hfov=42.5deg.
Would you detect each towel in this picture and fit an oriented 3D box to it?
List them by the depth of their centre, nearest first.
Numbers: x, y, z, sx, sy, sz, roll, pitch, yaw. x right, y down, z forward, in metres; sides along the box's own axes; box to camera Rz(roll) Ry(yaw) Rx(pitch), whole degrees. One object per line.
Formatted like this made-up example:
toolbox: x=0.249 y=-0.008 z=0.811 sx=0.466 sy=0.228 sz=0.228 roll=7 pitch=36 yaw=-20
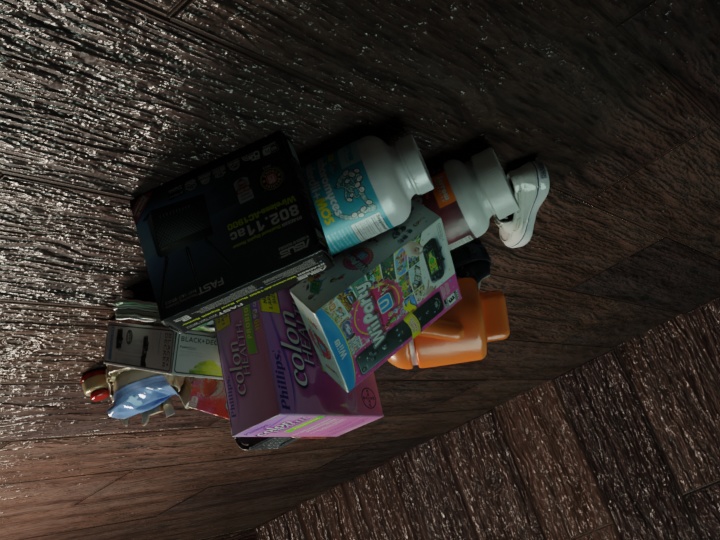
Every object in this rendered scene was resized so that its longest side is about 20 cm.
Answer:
towel: x=-0.236 y=0.075 z=1.308 sx=0.147 sy=0.031 sz=0.200 roll=7 pitch=172 yaw=22

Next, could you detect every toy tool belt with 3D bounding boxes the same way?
toy tool belt: x=-0.349 y=0.189 z=1.455 sx=0.198 sy=0.125 sz=0.125 roll=-27 pitch=160 yaw=18

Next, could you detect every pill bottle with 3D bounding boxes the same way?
pill bottle: x=-0.015 y=-0.087 z=1.097 sx=0.197 sy=0.112 sz=0.111 roll=-25 pitch=160 yaw=8
pill bottle: x=0.105 y=-0.080 z=1.243 sx=0.197 sy=0.111 sz=0.109 roll=-26 pitch=160 yaw=12

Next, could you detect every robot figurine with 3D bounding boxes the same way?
robot figurine: x=0.105 y=0.074 z=1.286 sx=0.196 sy=0.145 sz=0.118 roll=-9 pitch=125 yaw=5

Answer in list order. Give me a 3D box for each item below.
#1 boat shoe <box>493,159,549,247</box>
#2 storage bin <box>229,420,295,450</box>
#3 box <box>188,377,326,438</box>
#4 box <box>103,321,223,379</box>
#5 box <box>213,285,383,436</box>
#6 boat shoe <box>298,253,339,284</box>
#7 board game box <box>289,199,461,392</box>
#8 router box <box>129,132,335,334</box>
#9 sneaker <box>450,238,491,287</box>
boat shoe: x=0.231 y=-0.093 z=1.404 sx=0.065 sy=0.073 sz=0.201 roll=-12 pitch=158 yaw=-11
storage bin: x=-0.151 y=0.179 z=1.516 sx=0.134 sy=0.203 sz=0.093 roll=-28 pitch=159 yaw=21
box: x=-0.145 y=0.184 z=1.393 sx=0.197 sy=0.096 sz=0.102 roll=10 pitch=174 yaw=26
box: x=-0.260 y=0.111 z=1.284 sx=0.115 sy=0.061 sz=0.198 roll=12 pitch=172 yaw=-42
box: x=-0.082 y=0.121 z=1.231 sx=0.096 sy=0.179 sz=0.198 roll=-28 pitch=154 yaw=36
boat shoe: x=-0.022 y=-0.005 z=1.220 sx=0.075 sy=0.074 sz=0.203 roll=-54 pitch=-177 yaw=32
board game box: x=0.024 y=0.031 z=1.151 sx=0.199 sy=0.064 sz=0.149 roll=-36 pitch=133 yaw=-17
router box: x=-0.144 y=-0.040 z=1.025 sx=0.197 sy=0.152 sz=0.062 roll=-24 pitch=160 yaw=6
sneaker: x=0.099 y=-0.015 z=1.358 sx=0.199 sy=0.148 sz=0.077 roll=-12 pitch=161 yaw=-20
